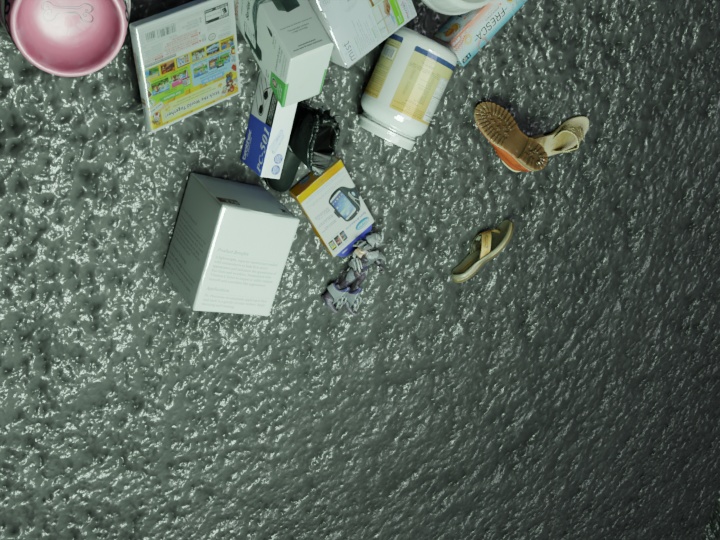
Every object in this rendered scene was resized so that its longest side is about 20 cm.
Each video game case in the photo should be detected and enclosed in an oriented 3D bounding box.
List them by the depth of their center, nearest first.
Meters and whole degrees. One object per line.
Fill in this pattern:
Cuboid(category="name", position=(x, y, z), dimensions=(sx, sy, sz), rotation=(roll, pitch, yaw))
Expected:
Cuboid(category="video game case", position=(-0.285, -0.349, 1.409), dimensions=(0.199, 0.023, 0.185), rotation=(-35, 140, -36))

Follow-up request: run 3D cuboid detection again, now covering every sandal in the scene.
Cuboid(category="sandal", position=(0.480, -0.299, 1.990), dimensions=(0.209, 0.069, 0.079), rotation=(-22, 125, -24))
Cuboid(category="sandal", position=(0.284, -0.054, 1.992), dimensions=(0.199, 0.080, 0.054), rotation=(-42, 109, -4))

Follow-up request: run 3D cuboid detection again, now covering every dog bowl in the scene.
Cuboid(category="dog bowl", position=(-0.437, -0.381, 1.264), dimensions=(0.196, 0.074, 0.203), rotation=(-15, 135, -15))

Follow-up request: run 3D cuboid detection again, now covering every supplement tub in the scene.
Cuboid(category="supplement tub", position=(0.086, -0.350, 1.637), dimensions=(0.143, 0.144, 0.203), rotation=(16, 105, -39))

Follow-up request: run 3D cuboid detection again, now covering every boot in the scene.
Cuboid(category="boot", position=(-0.108, -0.216, 1.561), dimensions=(0.072, 0.162, 0.202), rotation=(4, 112, -34))
Cuboid(category="boot", position=(0.313, -0.288, 1.878), dimensions=(0.199, 0.107, 0.075), rotation=(41, 79, -14))

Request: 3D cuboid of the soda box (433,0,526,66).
Cuboid(category="soda box", position=(0.244, -0.512, 1.714), dimensions=(0.200, 0.063, 0.069), rotation=(-46, 131, -5))

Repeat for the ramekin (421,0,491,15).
Cuboid(category="ramekin", position=(0.194, -0.585, 1.596), dimensions=(0.198, 0.094, 0.207), rotation=(-8, 110, -22))

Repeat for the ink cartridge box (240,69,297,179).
Cuboid(category="ink cartridge box", position=(-0.160, -0.279, 1.535), dimensions=(0.043, 0.094, 0.204), rotation=(2, 113, -35))

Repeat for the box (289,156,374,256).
Cuboid(category="box", position=(-0.052, -0.123, 1.734), dimensions=(0.119, 0.041, 0.201), rotation=(-40, 133, -11))

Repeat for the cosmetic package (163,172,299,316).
Cuboid(category="cosmetic package", position=(-0.240, -0.046, 1.558), dimensions=(0.162, 0.165, 0.203), rotation=(8, 110, -38))

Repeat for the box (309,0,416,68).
Cuboid(category="box", position=(-0.017, -0.501, 1.515), dimensions=(0.176, 0.097, 0.201), rotation=(-39, 130, -10))

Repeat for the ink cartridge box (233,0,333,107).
Cuboid(category="ink cartridge box", position=(-0.133, -0.399, 1.395), dimensions=(0.082, 0.202, 0.147), rotation=(-24, 166, -19))

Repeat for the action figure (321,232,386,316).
Cuboid(category="action figure", position=(0.000, 0.000, 1.800), dimensions=(0.129, 0.069, 0.202), rotation=(-4, 131, -52))
